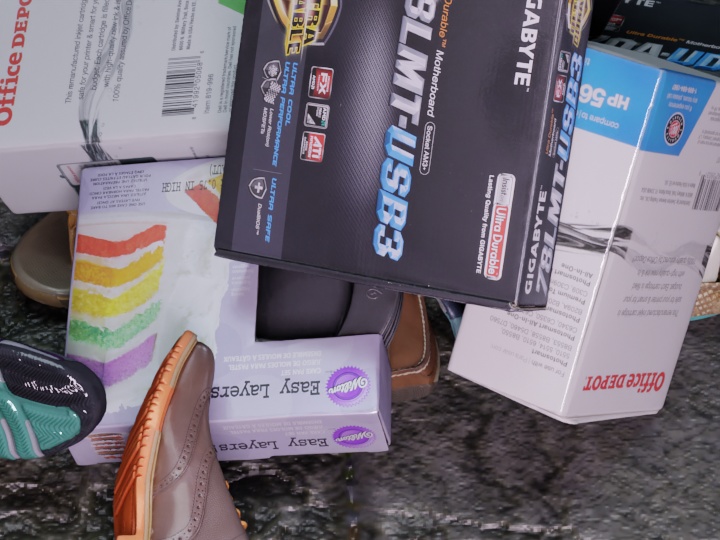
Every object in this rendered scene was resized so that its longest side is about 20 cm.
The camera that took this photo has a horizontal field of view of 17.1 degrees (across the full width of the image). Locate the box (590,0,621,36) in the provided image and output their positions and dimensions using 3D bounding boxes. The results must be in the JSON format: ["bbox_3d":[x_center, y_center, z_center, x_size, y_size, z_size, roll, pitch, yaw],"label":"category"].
[{"bbox_3d":[0.064,-0.255,1.550,0.199,0.104,0.183,-2,56,-22],"label":"box"}]

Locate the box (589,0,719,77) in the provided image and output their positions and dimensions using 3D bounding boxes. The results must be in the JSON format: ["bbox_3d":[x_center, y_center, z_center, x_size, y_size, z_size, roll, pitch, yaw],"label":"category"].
[{"bbox_3d":[0.199,-0.121,1.572,0.199,0.046,0.159,12,39,16],"label":"box"}]

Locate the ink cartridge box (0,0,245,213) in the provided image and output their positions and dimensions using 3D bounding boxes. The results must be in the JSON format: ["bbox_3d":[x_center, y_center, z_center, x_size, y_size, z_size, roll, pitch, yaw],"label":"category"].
[{"bbox_3d":[-0.134,-0.120,1.505,0.199,0.083,0.147,-2,59,14],"label":"ink cartridge box"}]

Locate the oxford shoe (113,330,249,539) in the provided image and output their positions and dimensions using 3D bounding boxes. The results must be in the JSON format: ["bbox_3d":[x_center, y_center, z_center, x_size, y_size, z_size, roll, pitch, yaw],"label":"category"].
[{"bbox_3d":[-0.096,0.128,1.297,0.072,0.071,0.201,15,61,-10],"label":"oxford shoe"}]

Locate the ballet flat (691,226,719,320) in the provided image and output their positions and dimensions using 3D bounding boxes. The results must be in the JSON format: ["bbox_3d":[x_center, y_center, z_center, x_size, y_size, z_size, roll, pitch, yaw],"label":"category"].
[{"bbox_3d":[0.236,-0.010,1.486,0.199,0.066,0.071,-6,37,-6],"label":"ballet flat"}]

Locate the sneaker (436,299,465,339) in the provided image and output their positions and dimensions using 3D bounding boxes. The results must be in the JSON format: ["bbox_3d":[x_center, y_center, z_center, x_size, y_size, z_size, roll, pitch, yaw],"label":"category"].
[{"bbox_3d":[0.059,-0.036,1.422,0.077,0.201,0.087,-6,38,30],"label":"sneaker"}]

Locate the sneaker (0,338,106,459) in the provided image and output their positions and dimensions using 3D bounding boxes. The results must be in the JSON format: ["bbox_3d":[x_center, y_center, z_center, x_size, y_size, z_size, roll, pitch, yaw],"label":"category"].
[{"bbox_3d":[-0.219,0.059,1.378,0.199,0.075,0.088,-2,24,29],"label":"sneaker"}]

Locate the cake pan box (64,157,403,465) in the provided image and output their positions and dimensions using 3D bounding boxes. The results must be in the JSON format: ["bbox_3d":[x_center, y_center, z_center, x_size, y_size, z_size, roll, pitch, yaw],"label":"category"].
[{"bbox_3d":[-0.072,0.020,1.407,0.199,0.052,0.185,-2,61,9],"label":"cake pan box"}]

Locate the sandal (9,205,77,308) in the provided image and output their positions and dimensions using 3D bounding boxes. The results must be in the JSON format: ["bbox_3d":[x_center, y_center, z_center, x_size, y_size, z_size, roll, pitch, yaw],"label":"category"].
[{"bbox_3d":[-0.161,-0.048,1.557,0.080,0.054,0.200,19,45,25],"label":"sandal"}]

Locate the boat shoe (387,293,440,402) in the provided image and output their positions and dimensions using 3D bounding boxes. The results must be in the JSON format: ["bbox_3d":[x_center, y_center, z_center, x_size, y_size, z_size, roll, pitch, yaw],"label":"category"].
[{"bbox_3d":[0.000,0.000,1.474,0.075,0.074,0.200,-9,38,-10],"label":"boat shoe"}]

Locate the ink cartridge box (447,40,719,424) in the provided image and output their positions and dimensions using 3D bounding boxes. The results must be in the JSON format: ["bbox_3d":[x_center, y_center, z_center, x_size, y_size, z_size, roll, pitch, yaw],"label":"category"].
[{"bbox_3d":[0.139,-0.023,1.363,0.084,0.201,0.146,21,9,29],"label":"ink cartridge box"}]

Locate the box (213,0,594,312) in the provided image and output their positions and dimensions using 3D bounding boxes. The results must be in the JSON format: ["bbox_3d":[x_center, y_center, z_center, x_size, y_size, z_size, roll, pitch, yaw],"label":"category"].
[{"bbox_3d":[0.022,-0.090,1.322,0.197,0.201,0.050,11,5,30],"label":"box"}]
